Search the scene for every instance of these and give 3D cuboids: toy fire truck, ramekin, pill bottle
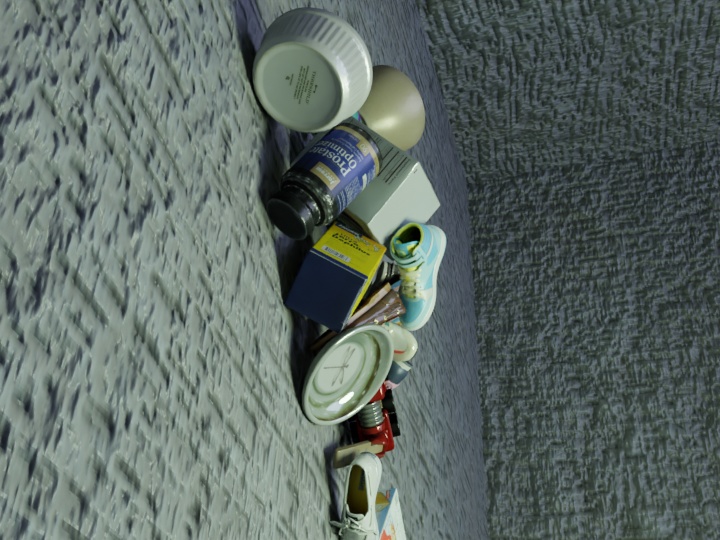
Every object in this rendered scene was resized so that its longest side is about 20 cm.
[{"bbox_3d":[0.003,0.270,1.684,0.200,0.127,0.178,-99,177,-78],"label":"toy fire truck"},{"bbox_3d":[-0.087,-0.320,1.515,0.094,0.201,0.204,-61,142,-50],"label":"ramekin"},{"bbox_3d":[-0.061,-0.145,1.522,0.200,0.111,0.112,-48,137,-30],"label":"pill bottle"}]

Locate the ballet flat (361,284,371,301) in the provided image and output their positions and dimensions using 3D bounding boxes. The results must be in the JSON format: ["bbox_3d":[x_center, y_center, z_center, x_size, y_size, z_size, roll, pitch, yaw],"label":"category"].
[{"bbox_3d":[0.000,0.000,1.889,0.068,0.068,0.202,20,55,-36],"label":"ballet flat"}]

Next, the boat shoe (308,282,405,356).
[{"bbox_3d":[0.000,0.102,1.634,0.071,0.199,0.070,56,-24,-5],"label":"boat shoe"}]

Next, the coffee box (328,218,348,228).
[{"bbox_3d":[-0.002,-0.114,1.870,0.044,0.122,0.201,66,22,-51],"label":"coffee box"}]

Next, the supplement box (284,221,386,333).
[{"bbox_3d":[-0.039,0.007,1.580,0.109,0.109,0.200,-64,178,20],"label":"supplement box"}]

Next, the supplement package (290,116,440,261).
[{"bbox_3d":[0.012,-0.156,1.705,0.200,0.147,0.191,38,-5,26],"label":"supplement package"}]

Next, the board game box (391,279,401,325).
[{"bbox_3d":[0.071,0.087,1.884,0.047,0.150,0.200,55,-11,20],"label":"board game box"}]

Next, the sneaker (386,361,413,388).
[{"bbox_3d":[0.050,0.206,1.991,0.070,0.082,0.200,36,-2,-10],"label":"sneaker"}]

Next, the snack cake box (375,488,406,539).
[{"bbox_3d":[0.032,0.511,1.737,0.200,0.067,0.116,-52,134,-71],"label":"snack cake box"}]

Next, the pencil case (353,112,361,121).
[{"bbox_3d":[-0.030,-0.305,1.946,0.092,0.085,0.202,-35,121,-42],"label":"pencil case"}]

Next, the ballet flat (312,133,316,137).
[{"bbox_3d":[-0.102,-0.347,1.751,0.064,0.075,0.201,-134,-152,-55],"label":"ballet flat"}]

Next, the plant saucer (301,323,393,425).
[{"bbox_3d":[-0.031,0.168,1.568,0.050,0.200,0.201,35,-18,36],"label":"plant saucer"}]

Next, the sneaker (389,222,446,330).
[{"bbox_3d":[0.088,0.005,1.686,0.130,0.079,0.202,20,79,-60],"label":"sneaker"}]

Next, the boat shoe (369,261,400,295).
[{"bbox_3d":[0.044,0.053,1.906,0.200,0.056,0.067,117,-15,-53],"label":"boat shoe"}]

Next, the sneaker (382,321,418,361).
[{"bbox_3d":[0.012,0.109,1.715,0.071,0.199,0.093,-60,161,9],"label":"sneaker"}]

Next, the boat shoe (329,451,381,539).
[{"bbox_3d":[-0.008,0.420,1.581,0.086,0.074,0.204,-8,108,-66],"label":"boat shoe"}]

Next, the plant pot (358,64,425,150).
[{"bbox_3d":[0.025,-0.339,2.045,0.134,0.199,0.202,-34,119,-41],"label":"plant pot"}]
